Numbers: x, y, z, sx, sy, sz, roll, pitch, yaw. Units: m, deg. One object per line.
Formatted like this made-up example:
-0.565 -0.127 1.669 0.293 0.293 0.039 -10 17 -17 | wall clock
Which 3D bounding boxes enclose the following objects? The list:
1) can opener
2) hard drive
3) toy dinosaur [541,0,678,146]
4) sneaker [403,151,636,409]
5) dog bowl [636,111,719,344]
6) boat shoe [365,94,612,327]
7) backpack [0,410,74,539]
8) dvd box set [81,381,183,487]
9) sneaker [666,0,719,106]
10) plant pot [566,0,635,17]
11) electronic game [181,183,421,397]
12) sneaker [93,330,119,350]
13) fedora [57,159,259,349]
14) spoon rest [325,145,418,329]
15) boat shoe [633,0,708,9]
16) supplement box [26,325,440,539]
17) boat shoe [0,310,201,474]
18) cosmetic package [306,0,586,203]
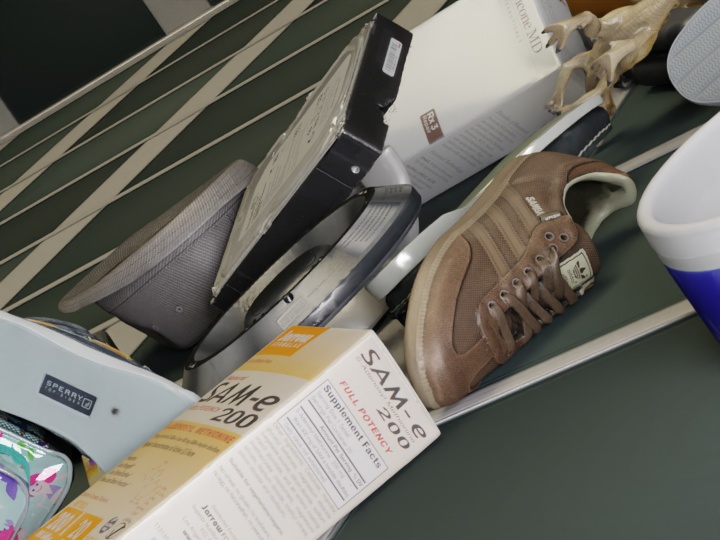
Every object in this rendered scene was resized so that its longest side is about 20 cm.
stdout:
0.212 -0.164 1.604 0.067 0.053 0.200 -39 14 -14 | can opener
-0.036 -0.071 1.628 0.200 0.038 0.140 -51 16 41 | hard drive
0.171 -0.151 1.480 0.101 0.058 0.200 -24 -19 -41 | toy dinosaur
0.090 -0.002 1.285 0.075 0.071 0.200 0 41 32 | sneaker
0.230 -0.045 1.054 0.200 0.079 0.200 -33 12 8 | dog bowl
0.090 -0.030 1.408 0.200 0.060 0.076 -41 0 -18 | boat shoe
-0.289 0.137 1.370 0.178 0.199 0.151 -60 6 5 | backpack
-0.107 0.107 1.473 0.146 0.029 0.200 -36 12 -5 | dvd box set
0.283 -0.162 1.415 0.199 0.073 0.071 -30 -13 24 | sneaker
0.191 -0.280 1.819 0.200 0.201 0.183 -38 28 -13 | plant pot
-0.038 0.018 1.443 0.200 0.042 0.200 -43 8 8 | electronic game
-0.216 0.105 1.673 0.114 0.076 0.199 -37 9 -2 | sneaker
-0.134 0.001 1.798 0.200 0.090 0.177 -34 9 39 | fedora
0.000 0.000 1.571 0.099 0.061 0.200 -27 28 37 | spoon rest
0.225 -0.221 1.641 0.069 0.074 0.200 -24 -6 23 | boat shoe
-0.071 0.116 1.245 0.200 0.074 0.126 -39 14 -18 | supplement box
-0.142 0.080 1.371 0.071 0.200 0.091 -62 -10 7 | boat shoe
0.067 -0.128 1.702 0.200 0.102 0.074 -32 -31 22 | cosmetic package
